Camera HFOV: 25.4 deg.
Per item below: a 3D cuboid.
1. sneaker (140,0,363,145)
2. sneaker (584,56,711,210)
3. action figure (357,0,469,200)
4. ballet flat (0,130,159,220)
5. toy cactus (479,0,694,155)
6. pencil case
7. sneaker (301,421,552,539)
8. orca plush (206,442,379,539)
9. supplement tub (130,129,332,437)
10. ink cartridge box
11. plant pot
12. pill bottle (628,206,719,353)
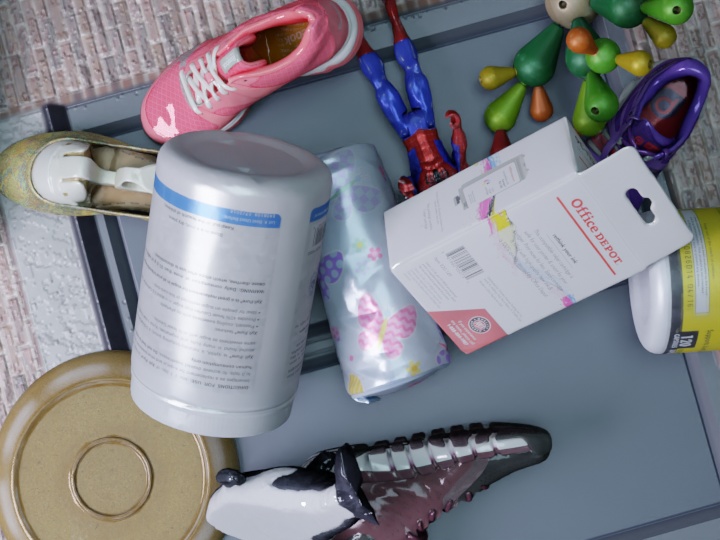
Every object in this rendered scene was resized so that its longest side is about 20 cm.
[{"bbox_3d":[-0.098,-0.161,1.236,0.199,0.087,0.074,-27,86,19],"label":"sneaker"},{"bbox_3d":[0.204,-0.088,1.254,0.080,0.083,0.200,33,89,2],"label":"sneaker"},{"bbox_3d":[0.040,-0.125,1.251,0.065,0.099,0.201,-22,90,-1],"label":"action figure"},{"bbox_3d":[-0.195,-0.073,1.258,0.199,0.071,0.071,9,87,0],"label":"ballet flat"},{"bbox_3d":[0.163,-0.184,1.245,0.102,0.200,0.166,16,52,-31],"label":"toy cactus"},{"bbox_3d":[0.000,0.000,1.248,0.090,0.083,0.201,-21,87,11],"label":"pencil case"},{"bbox_3d":[0.058,0.186,1.250,0.199,0.076,0.116,-10,92,9],"label":"sneaker"},{"bbox_3d":[-0.044,0.153,1.187,0.105,0.200,0.071,36,59,-7],"label":"orca plush"},{"bbox_3d":[-0.098,0.008,1.191,0.131,0.132,0.201,11,110,0],"label":"supplement tub"},{"bbox_3d":[0.132,-0.032,1.187,0.199,0.068,0.117,-26,130,20],"label":"ink cartridge box"},{"bbox_3d":[-0.196,0.164,1.264,0.199,0.027,0.201,0,88,-1],"label":"plant pot"},{"bbox_3d":[0.314,0.004,1.236,0.199,0.112,0.113,-4,87,0],"label":"pill bottle"}]
